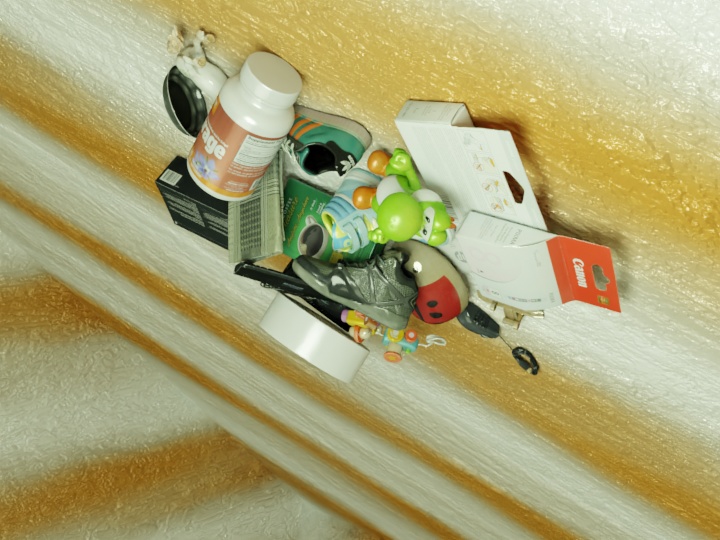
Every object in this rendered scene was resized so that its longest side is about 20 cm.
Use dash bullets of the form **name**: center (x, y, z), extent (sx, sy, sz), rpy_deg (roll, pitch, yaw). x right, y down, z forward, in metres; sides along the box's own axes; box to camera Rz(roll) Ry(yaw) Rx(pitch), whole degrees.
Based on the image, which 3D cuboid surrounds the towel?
- **towel**: center (-0.169, -0.113, 1.380), extent (0.034, 0.203, 0.192), rpy_deg (3, 174, -33)

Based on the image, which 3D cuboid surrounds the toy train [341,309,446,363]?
- **toy train**: center (0.046, 0.108, 1.431), extent (0.199, 0.056, 0.149), rpy_deg (32, 155, -34)

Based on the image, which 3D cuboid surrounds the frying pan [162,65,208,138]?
- **frying pan**: center (-0.260, -0.256, 1.337), extent (0.031, 0.116, 0.190), rpy_deg (-13, 170, 18)

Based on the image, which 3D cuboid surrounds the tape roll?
- **tape roll**: center (-0.082, 0.120, 1.509), extent (0.201, 0.071, 0.202), rpy_deg (32, 178, 1)

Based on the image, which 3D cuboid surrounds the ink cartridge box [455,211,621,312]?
- **ink cartridge box**: center (0.237, 0.005, 1.121), extent (0.199, 0.057, 0.163), rpy_deg (23, 159, 34)

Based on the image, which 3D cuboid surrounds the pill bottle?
- **pill bottle**: center (-0.162, -0.204, 1.190), extent (0.112, 0.112, 0.200), rpy_deg (35, 128, -3)

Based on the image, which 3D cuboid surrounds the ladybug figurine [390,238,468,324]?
- **ladybug figurine**: center (0.105, 0.027, 1.363), extent (0.135, 0.072, 0.200), rpy_deg (18, 156, 37)

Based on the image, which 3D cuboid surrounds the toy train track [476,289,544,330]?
- **toy train track**: center (0.222, 0.043, 1.305), extent (0.114, 0.033, 0.201), rpy_deg (18, 155, 26)

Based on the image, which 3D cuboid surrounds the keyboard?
- **keyboard**: center (-0.118, 0.023, 1.427), extent (0.198, 0.021, 0.127), rpy_deg (18, 164, -15)

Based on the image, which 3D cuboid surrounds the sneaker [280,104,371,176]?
- **sneaker**: center (-0.083, -0.186, 1.225), extent (0.198, 0.080, 0.072), rpy_deg (16, 151, 36)

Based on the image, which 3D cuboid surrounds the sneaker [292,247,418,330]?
- **sneaker**: center (0.000, 0.000, 1.270), extent (0.198, 0.115, 0.076), rpy_deg (25, -166, 1)

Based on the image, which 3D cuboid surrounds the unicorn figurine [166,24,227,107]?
- **unicorn figurine**: center (-0.220, -0.276, 1.266), extent (0.137, 0.074, 0.201), rpy_deg (-10, 115, 58)

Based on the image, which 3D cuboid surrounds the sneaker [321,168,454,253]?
- **sneaker**: center (0.031, -0.059, 1.246), extent (0.199, 0.131, 0.080), rpy_deg (27, 148, 22)

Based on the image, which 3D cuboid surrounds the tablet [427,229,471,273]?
- **tablet**: center (0.147, -0.039, 1.290), extent (0.130, 0.014, 0.199), rpy_deg (46, 154, -25)

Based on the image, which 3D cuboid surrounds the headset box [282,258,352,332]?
- **headset box**: center (-0.030, 0.011, 1.510), extent (0.174, 0.093, 0.200), rpy_deg (38, 155, -11)

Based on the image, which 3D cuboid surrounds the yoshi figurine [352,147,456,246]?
- **yoshi figurine**: center (0.045, -0.093, 1.117), extent (0.200, 0.111, 0.113), rpy_deg (46, 165, 55)

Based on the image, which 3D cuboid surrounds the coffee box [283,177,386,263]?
- **coffee box**: center (-0.055, -0.060, 1.369), extent (0.199, 0.124, 0.044), rpy_deg (24, -176, 24)

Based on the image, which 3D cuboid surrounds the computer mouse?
- **computer mouse**: center (0.235, 0.124, 1.454), extent (0.200, 0.034, 0.059), rpy_deg (40, 155, -13)

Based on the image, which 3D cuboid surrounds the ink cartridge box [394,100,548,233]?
- **ink cartridge box**: center (0.154, -0.128, 1.081), extent (0.172, 0.044, 0.201), rpy_deg (13, 148, 39)

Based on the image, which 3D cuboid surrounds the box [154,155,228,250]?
- **box**: center (-0.279, -0.118, 1.608), extent (0.198, 0.079, 0.142), rpy_deg (25, 151, 19)
